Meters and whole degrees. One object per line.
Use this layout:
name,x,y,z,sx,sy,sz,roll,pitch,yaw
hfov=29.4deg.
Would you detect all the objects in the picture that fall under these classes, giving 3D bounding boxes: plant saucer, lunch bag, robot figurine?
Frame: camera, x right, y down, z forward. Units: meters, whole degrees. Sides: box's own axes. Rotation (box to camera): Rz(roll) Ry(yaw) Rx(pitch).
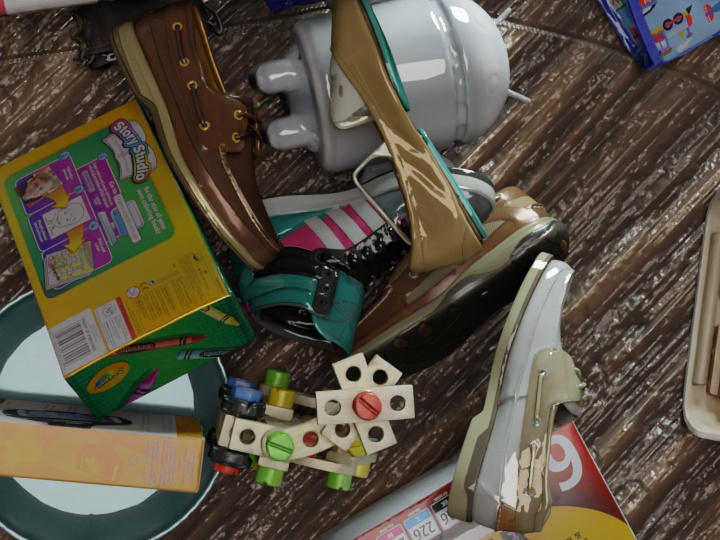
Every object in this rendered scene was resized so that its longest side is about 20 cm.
plant saucer,-0.193,0.104,0.994,0.199,0.036,0.201,0,89,-9
lunch bag,0.244,-0.263,1.058,0.150,0.094,0.200,-33,105,-9
robot figurine,0.022,-0.138,0.995,0.199,0.113,0.170,-12,103,-9

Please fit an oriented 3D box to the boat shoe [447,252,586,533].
boat shoe,0.122,0.087,0.956,0.068,0.075,0.200,15,74,14

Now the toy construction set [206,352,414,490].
toy construction set,-0.035,0.108,0.935,0.131,0.200,0.092,14,75,-8

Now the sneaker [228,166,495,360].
sneaker,0.000,0.000,0.964,0.199,0.084,0.121,-11,62,16

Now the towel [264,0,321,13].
towel,-0.017,-0.271,0.881,0.147,0.050,0.201,-14,83,-10

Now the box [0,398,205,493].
box,-0.206,0.113,0.913,0.199,0.119,0.042,5,90,-8

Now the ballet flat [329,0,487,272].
ballet flat,0.015,-0.090,0.903,0.063,0.069,0.200,-27,90,3

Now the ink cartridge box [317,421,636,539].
ink cartridge box,0.100,0.226,1.008,0.200,0.084,0.176,-30,92,-9

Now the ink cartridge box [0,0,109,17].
ink cartridge box,-0.192,-0.252,0.919,0.199,0.084,0.145,-10,102,-7

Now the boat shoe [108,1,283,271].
boat shoe,-0.101,-0.096,0.944,0.067,0.072,0.200,-29,80,4

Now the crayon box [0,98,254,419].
crayon box,-0.165,-0.013,0.933,0.119,0.058,0.200,-27,54,-3

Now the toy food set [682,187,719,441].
toy food set,0.336,0.040,1.062,0.143,0.060,0.201,9,86,-8

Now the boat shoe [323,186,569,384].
boat shoe,0.059,0.011,1.024,0.200,0.076,0.074,-34,60,-2

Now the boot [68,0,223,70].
boot,-0.208,-0.232,0.991,0.199,0.069,0.175,-7,97,-2
